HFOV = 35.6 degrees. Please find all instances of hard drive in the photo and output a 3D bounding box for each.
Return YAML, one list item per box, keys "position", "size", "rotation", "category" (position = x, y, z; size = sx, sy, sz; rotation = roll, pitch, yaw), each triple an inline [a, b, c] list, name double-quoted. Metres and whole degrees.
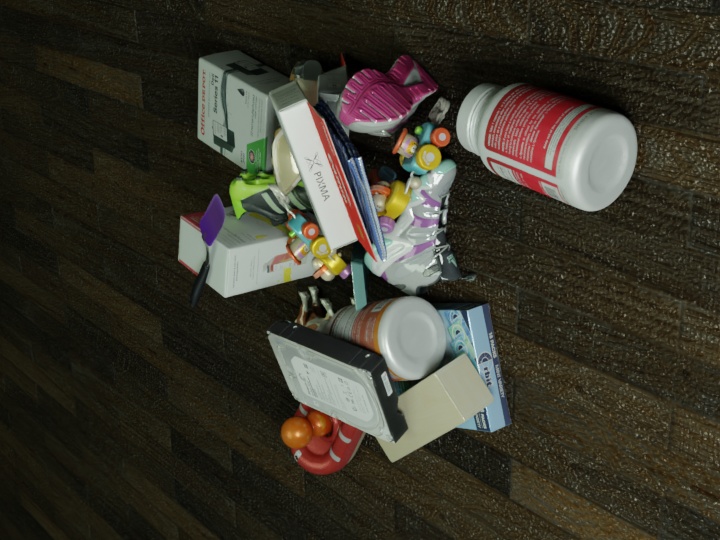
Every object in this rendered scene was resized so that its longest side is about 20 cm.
- position: [-0.034, 0.151, 1.542]
  size: [0.199, 0.038, 0.141]
  rotation: [20, 140, 39]
  category: "hard drive"

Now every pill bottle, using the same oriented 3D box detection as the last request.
- position: [0.207, -0.150, 1.284]
  size: [0.199, 0.112, 0.113]
  rotation: [29, 126, 44]
  category: "pill bottle"
- position: [0.020, 0.100, 1.564]
  size: [0.199, 0.112, 0.113]
  rotation: [-12, 94, 55]
  category: "pill bottle"

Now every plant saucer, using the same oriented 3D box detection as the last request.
- position: [0.000, 0.000, 1.606]
  size: [0.200, 0.019, 0.071]
  rotation: [-80, -16, -77]
  category: "plant saucer"

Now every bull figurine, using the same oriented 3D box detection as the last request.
- position: [-0.066, 0.094, 1.789]
  size: [0.199, 0.065, 0.123]
  rotation: [12, 108, 47]
  category: "bull figurine"

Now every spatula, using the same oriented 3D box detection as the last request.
- position: [-0.230, -0.020, 1.661]
  size: [0.057, 0.020, 0.201]
  rotation: [60, 144, 41]
  category: "spatula"

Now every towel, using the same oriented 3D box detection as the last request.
- position: [-0.015, -0.114, 1.382]
  size: [0.200, 0.024, 0.146]
  rotation: [-117, 9, -59]
  category: "towel"

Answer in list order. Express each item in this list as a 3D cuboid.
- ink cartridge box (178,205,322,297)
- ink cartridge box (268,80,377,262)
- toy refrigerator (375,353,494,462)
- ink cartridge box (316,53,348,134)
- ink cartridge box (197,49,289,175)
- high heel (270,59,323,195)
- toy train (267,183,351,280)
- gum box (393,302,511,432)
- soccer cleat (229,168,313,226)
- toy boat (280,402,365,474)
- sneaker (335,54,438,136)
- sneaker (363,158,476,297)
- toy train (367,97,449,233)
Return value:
- position: [-0.163, -0.042, 1.754]
  size: [0.145, 0.199, 0.084]
  rotation: [31, 124, 43]
  category: "ink cartridge box"
- position: [-0.049, -0.118, 1.393]
  size: [0.176, 0.044, 0.201]
  rotation: [-119, 8, -63]
  category: "ink cartridge box"
- position: [0.094, 0.190, 1.537]
  size: [0.076, 0.070, 0.200]
  rotation: [57, 144, 7]
  category: "toy refrigerator"
- position: [-0.042, -0.202, 1.565]
  size: [0.200, 0.047, 0.162]
  rotation: [-99, 9, -63]
  category: "ink cartridge box"
- position: [-0.176, -0.249, 1.784]
  size: [0.200, 0.083, 0.148]
  rotation: [34, 129, 42]
  category: "ink cartridge box"
- position: [-0.090, -0.210, 1.648]
  size: [0.143, 0.071, 0.202]
  rotation: [-124, 48, -80]
  category: "high heel"
- position: [-0.085, -0.044, 1.586]
  size: [0.150, 0.056, 0.200]
  rotation: [45, 178, 20]
  category: "toy train"
- position: [0.115, 0.133, 1.579]
  size: [0.199, 0.044, 0.172]
  rotation: [-2, 102, 53]
  category: "gum box"
- position: [-0.101, -0.109, 1.701]
  size: [0.198, 0.068, 0.082]
  rotation: [3, 118, 14]
  category: "soccer cleat"
- position: [-0.071, 0.249, 1.803]
  size: [0.131, 0.130, 0.201]
  rotation: [51, 139, 28]
  category: "toy boat"
- position: [0.024, -0.205, 1.429]
  size: [0.081, 0.200, 0.088]
  rotation: [48, 125, 8]
  category: "sneaker"
- position: [0.107, -0.042, 1.509]
  size: [0.140, 0.078, 0.201]
  rotation: [40, 123, 10]
  category: "sneaker"
- position: [0.042, -0.137, 1.457]
  size: [0.200, 0.055, 0.151]
  rotation: [-53, 22, 32]
  category: "toy train"
